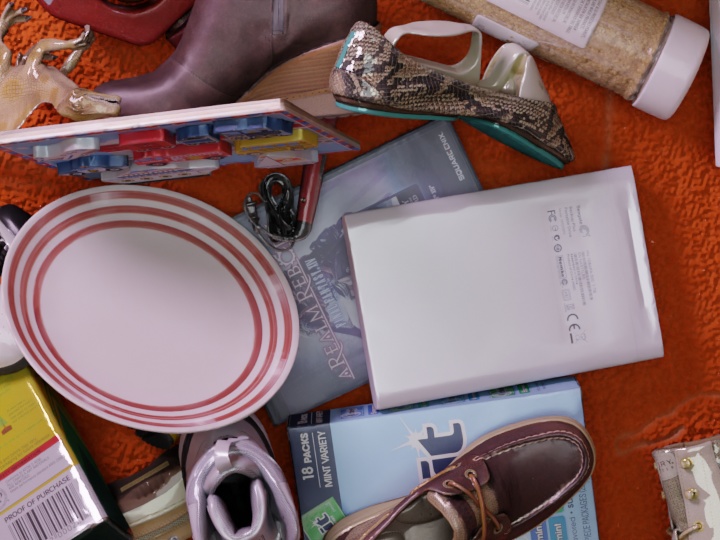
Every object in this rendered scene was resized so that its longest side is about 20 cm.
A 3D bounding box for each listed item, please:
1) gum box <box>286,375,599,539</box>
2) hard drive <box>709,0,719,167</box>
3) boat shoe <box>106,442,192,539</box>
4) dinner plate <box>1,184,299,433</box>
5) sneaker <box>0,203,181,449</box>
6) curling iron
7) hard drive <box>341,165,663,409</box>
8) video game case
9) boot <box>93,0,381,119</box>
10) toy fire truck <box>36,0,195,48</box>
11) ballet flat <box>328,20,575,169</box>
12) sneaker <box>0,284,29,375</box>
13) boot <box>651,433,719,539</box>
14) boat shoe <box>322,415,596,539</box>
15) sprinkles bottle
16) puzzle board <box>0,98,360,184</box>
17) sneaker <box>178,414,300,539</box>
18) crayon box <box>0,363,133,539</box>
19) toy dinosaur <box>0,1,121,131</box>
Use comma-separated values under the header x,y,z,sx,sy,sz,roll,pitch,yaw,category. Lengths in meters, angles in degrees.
x,y,z,sx,sy,sz,roll,pitch,yaw,category
0.060,0.170,1.570,0.199,0.045,0.170,-8,99,0,gum box
0.299,-0.173,1.552,0.131,0.026,0.201,-3,94,-15,hard drive
-0.152,0.183,1.569,0.200,0.072,0.076,-27,104,1,boat shoe
-0.138,0.027,1.510,0.200,0.200,0.024,25,136,-1,dinner plate
-0.167,0.022,1.567,0.090,0.070,0.200,-40,88,-20,sneaker
-0.035,-0.111,1.559,0.049,0.026,0.201,16,86,-3,curling iron
0.096,0.011,1.558,0.199,0.025,0.132,-10,90,-8,hard drive
0.000,0.000,1.581,0.200,0.019,0.143,-26,93,1,video game case
-0.088,-0.176,1.506,0.199,0.072,0.167,-7,107,-1,boot
-0.130,-0.234,1.532,0.200,0.112,0.168,-43,111,3,toy fire truck
0.071,-0.122,1.513,0.200,0.068,0.076,13,96,-33,ballet flat
-0.309,0.006,1.513,0.201,0.108,0.067,23,77,14,sneaker
0.218,0.196,1.553,0.199,0.072,0.155,-20,92,-17,boot
0.065,0.161,1.509,0.200,0.072,0.072,-25,98,3,boat shoe
0.132,-0.173,1.546,0.200,0.068,0.068,26,93,-1,sprinkles bottle
-0.116,-0.078,1.485,0.199,0.151,0.017,-5,81,18,puzzle board
-0.072,0.190,1.494,0.075,0.115,0.201,-14,98,-4,sneaker
-0.250,0.129,1.542,0.127,0.051,0.200,-34,60,3,crayon box
-0.234,-0.119,1.525,0.058,0.200,0.101,40,54,-35,toy dinosaur
